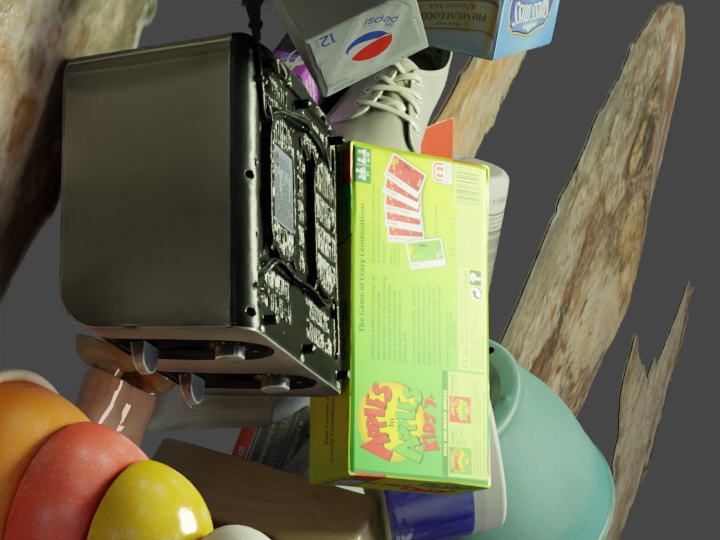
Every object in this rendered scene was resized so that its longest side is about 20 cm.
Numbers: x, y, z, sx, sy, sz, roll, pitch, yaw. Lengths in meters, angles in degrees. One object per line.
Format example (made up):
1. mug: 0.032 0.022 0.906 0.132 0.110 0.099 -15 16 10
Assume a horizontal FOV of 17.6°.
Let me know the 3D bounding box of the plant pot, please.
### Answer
1. plant pot: 0.103 0.164 2.045 0.200 0.200 0.188 -66 145 -30

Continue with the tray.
1. tray: -0.078 0.011 1.510 0.107 0.022 0.200 1 105 -41

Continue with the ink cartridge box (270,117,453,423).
1. ink cartridge box: 0.000 0.000 1.643 0.200 0.047 0.160 -27 138 -26

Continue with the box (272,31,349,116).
1. box: -0.018 -0.135 1.651 0.200 0.036 0.143 -61 158 -43

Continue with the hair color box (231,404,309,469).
1. hair color box: -0.041 0.158 1.764 0.200 0.064 0.111 64 44 -67

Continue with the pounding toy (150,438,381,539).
1. pounding toy: -0.062 0.224 1.511 0.184 0.200 0.142 85 26 -47

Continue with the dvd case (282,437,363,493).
1. dvd case: -0.019 0.163 1.702 0.200 0.018 0.143 -49 148 -56

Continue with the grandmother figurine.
1. grandmother figurine: -0.169 0.146 1.359 0.121 0.060 0.200 35 70 -43

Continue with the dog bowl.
1. dog bowl: 0.031 0.082 1.533 0.200 0.079 0.200 166 -90 -84

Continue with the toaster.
1. toaster: -0.083 -0.033 1.302 0.181 0.118 0.200 44 43 -70

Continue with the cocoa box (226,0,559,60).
1. cocoa box: 0.020 -0.215 1.422 0.133 0.200 0.132 -25 128 -67

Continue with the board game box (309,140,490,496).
1. board game box: 0.024 0.030 1.397 0.101 0.048 0.200 8 75 -31

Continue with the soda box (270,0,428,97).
1. soda box: -0.037 -0.198 1.283 0.200 0.068 0.063 62 -3 27

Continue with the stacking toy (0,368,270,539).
1. stacking toy: -0.129 0.140 1.208 0.146 0.200 0.146 -33 129 -53

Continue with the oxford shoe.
1. oxford shoe: 0.017 -0.109 1.590 0.058 0.075 0.200 -62 -177 43

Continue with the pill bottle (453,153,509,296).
1. pill bottle: 0.046 0.010 1.837 0.114 0.114 0.200 -26 128 -69
